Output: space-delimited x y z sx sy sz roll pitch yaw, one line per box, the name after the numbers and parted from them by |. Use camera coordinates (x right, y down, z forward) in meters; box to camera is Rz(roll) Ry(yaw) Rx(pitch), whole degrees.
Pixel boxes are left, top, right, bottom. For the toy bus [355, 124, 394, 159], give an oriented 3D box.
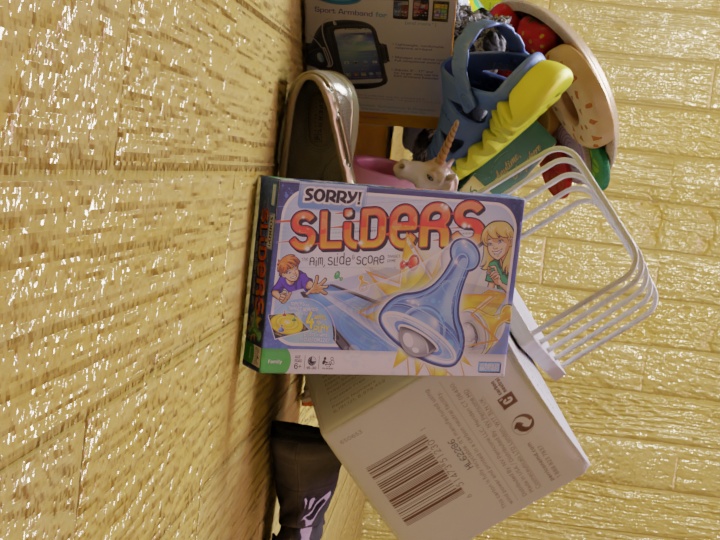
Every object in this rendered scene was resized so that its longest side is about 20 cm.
-0.003 -0.102 1.583 0.200 0.065 0.078 92 6 -50 | toy bus

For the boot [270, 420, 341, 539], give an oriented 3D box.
-0.051 0.206 1.409 0.200 0.070 0.132 66 36 -75 | boot

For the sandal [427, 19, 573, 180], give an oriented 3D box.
0.096 -0.137 1.270 0.079 0.087 0.200 -41 177 -26 | sandal

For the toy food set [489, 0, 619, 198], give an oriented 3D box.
0.172 -0.160 1.515 0.200 0.049 0.198 48 -22 29 | toy food set

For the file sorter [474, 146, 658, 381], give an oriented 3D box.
0.170 -0.008 1.387 0.139 0.124 0.200 60 7 17 | file sorter

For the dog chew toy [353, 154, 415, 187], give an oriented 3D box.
0.000 0.000 1.460 0.125 0.124 0.200 -72 177 -73 | dog chew toy

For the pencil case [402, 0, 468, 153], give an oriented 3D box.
0.070 -0.207 1.525 0.091 0.083 0.200 -150 -133 -63 | pencil case

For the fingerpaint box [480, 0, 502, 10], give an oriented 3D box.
0.086 -0.338 1.694 0.073 0.166 0.200 -116 -153 -61 | fingerpaint box

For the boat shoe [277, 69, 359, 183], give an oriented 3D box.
-0.032 -0.048 1.198 0.063 0.073 0.201 -32 126 -77 | boat shoe

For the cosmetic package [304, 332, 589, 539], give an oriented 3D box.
0.060 0.098 1.346 0.167 0.166 0.200 55 6 -29 | cosmetic package

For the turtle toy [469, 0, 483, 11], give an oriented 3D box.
0.062 -0.254 1.627 0.200 0.146 0.101 47 34 -29 | turtle toy

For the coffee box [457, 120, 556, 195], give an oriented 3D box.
0.100 -0.070 1.545 0.123 0.044 0.200 -48 -175 -24 | coffee box

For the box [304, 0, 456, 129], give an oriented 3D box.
0.016 -0.191 1.283 0.200 0.119 0.042 92 4 -55 | box

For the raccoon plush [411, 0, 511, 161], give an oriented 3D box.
0.045 -0.180 1.434 0.097 0.134 0.200 -107 -141 -76 | raccoon plush

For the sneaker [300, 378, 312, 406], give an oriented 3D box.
0.004 0.074 1.561 0.200 0.076 0.092 -22 -113 49 | sneaker

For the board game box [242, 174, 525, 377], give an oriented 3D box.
0.019 0.006 1.151 0.034 0.200 0.136 19 -75 62 | board game box

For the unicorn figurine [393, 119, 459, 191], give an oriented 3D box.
0.006 -0.018 1.280 0.074 0.137 0.201 35 59 -80 | unicorn figurine
